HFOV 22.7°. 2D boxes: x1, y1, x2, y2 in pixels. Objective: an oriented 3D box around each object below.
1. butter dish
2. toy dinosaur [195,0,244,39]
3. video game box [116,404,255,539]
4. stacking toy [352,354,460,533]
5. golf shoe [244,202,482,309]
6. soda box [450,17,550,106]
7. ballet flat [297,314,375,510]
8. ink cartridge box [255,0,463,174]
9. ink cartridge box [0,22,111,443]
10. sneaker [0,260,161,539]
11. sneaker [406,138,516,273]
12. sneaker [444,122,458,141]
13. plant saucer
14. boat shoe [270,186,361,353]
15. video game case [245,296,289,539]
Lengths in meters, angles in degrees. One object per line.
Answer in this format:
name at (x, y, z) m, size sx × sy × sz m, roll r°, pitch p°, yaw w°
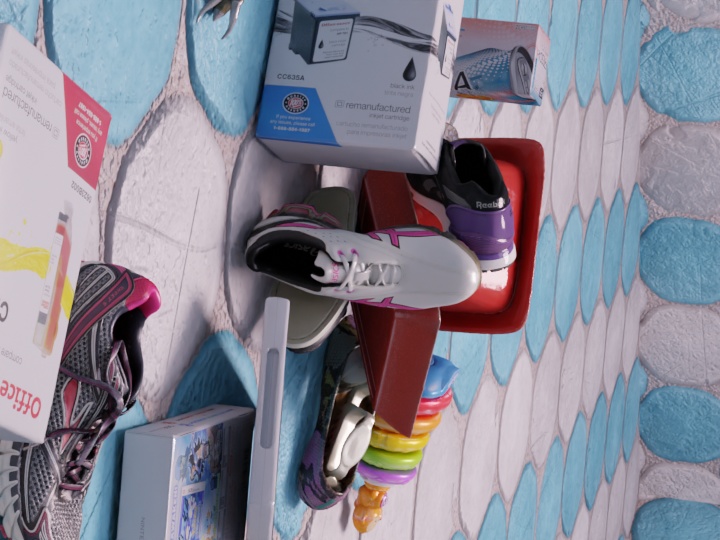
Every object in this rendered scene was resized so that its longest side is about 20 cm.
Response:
butter dish at (0.067, -0.043, 1.795) m, size 0.147 × 0.199 × 0.201 m, roll 11°, pitch 84°, yaw -50°
toy dinosaur at (-0.082, -0.284, 1.342) m, size 0.103 × 0.076 × 0.201 m, roll -73°, pitch 164°, yaw -52°
video game box at (-0.136, 0.212, 1.380) m, size 0.182 × 0.047 × 0.201 m, roll -7°, pitch 102°, yaw -76°
stacking toy at (0.026, 0.181, 1.847) m, size 0.116 × 0.109 × 0.201 m, roll -35°, pitch 140°, yaw -71°
golf shoe at (0.000, 0.000, 1.493) m, size 0.092 × 0.199 × 0.073 m, roll -50°, pitch 146°, yaw -63°
soda box at (0.071, -0.198, 1.661) m, size 0.064 × 0.199 × 0.069 m, roll 17°, pitch 80°, yaw -73°
ballet flat at (-0.007, 0.134, 1.721) m, size 0.069 × 0.071 × 0.201 m, roll 29°, pitch 64°, yaw -29°
ink cartridge box at (0.003, -0.192, 1.531) m, size 0.086 × 0.146 × 0.201 m, roll 36°, pitch 61°, yaw -70°
ink cartridge box at (-0.215, -0.017, 0.973) m, size 0.145 × 0.083 × 0.201 m, roll 47°, pitch 51°, yaw -68°
sneaker at (-0.181, 0.092, 1.141) m, size 0.081 × 0.074 × 0.201 m, roll 28°, pitch 69°, yaw -72°
sneaker at (0.091, -0.086, 1.566) m, size 0.200 × 0.075 × 0.088 m, roll -120°, pitch -155°, yaw -54°
sneaker at (0.003, -0.131, 1.691) m, size 0.200 × 0.085 × 0.077 m, roll 23°, pitch 85°, yaw -50°
plant saucer at (0.023, 0.021, 1.646) m, size 0.200 × 0.036 × 0.201 m, roll 101°, pitch -20°, yaw -53°
boat shoe at (-0.035, 0.012, 1.599) m, size 0.200 × 0.074 × 0.066 m, roll -85°, pitch 167°, yaw -48°
video game case at (-0.076, 0.150, 1.455) m, size 0.200 × 0.023 × 0.183 m, roll 99°, pitch -5°, yaw -57°
